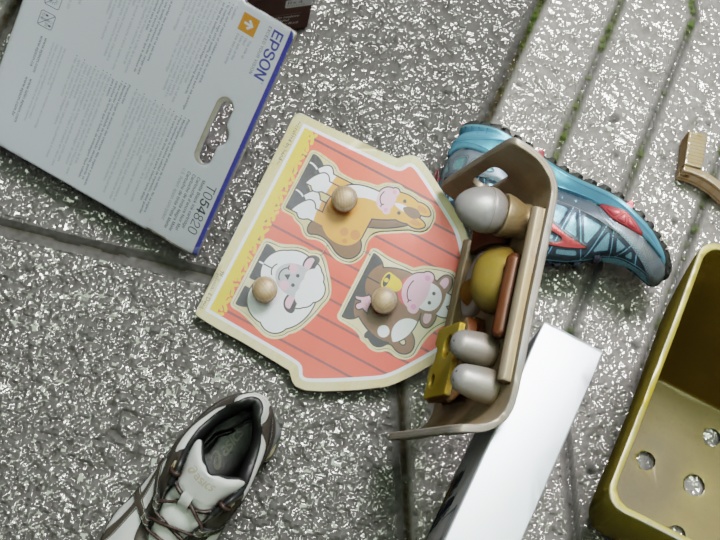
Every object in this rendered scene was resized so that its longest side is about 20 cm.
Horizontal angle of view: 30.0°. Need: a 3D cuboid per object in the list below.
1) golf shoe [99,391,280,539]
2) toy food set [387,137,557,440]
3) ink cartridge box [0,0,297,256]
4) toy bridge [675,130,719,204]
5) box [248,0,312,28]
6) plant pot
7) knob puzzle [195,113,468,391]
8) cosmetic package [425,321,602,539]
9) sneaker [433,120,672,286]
[{"bbox_3d":[-0.126,0.164,0.926,0.077,0.095,0.201,30,70,2],"label":"golf shoe"},{"bbox_3d":[0.068,0.020,0.935,0.060,0.143,0.202,18,76,-14],"label":"toy food set"},{"bbox_3d":[-0.163,-0.142,0.992,0.199,0.201,0.041,30,24,3],"label":"ink cartridge box"},{"bbox_3d":[0.358,-0.057,1.114,0.198,0.027,0.068,15,71,-3],"label":"toy bridge"},{"bbox_3d":[-0.105,-0.298,1.105,0.099,0.075,0.202,-8,70,-12],"label":"box"},{"bbox_3d":[0.267,0.135,0.951,0.198,0.177,0.201,27,68,1],"label":"plant pot"},{"bbox_3d":[0.000,0.000,1.014,0.217,0.030,0.223,0,81,-2],"label":"knob puzzle"},{"bbox_3d":[0.092,0.152,0.933,0.051,0.151,0.201,27,68,2],"label":"cosmetic package"},{"bbox_3d":[0.146,-0.030,1.058,0.199,0.079,0.096,31,82,10],"label":"sneaker"}]
